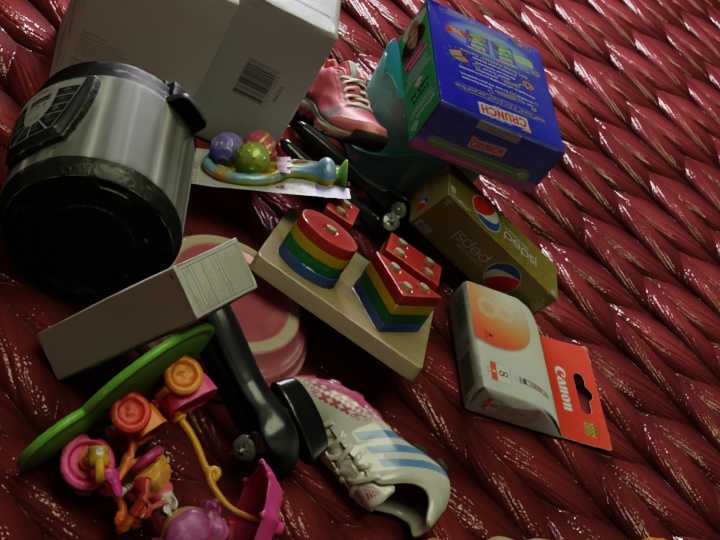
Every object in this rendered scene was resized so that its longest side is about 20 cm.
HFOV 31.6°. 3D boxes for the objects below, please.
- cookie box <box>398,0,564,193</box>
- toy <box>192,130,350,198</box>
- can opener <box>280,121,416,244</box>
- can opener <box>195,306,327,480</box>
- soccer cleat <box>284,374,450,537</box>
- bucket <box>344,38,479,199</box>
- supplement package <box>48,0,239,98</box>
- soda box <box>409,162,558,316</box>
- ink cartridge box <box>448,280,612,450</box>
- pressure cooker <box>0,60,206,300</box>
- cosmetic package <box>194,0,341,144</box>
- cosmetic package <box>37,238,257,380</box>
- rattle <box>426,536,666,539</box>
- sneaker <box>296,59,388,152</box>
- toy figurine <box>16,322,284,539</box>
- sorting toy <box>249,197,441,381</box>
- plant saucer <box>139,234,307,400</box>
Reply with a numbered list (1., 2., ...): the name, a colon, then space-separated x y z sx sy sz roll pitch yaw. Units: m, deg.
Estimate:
1. cookie box: 0.137 -0.205 1.490 0.169 0.075 0.202 20 40 -21
2. toy: -0.108 -0.123 1.389 0.197 0.048 0.115 9 21 -8
3. can opener: -0.012 -0.096 1.490 0.199 0.064 0.078 35 -8 -17
4. can opener: -0.109 0.098 1.158 0.078 0.063 0.201 -30 86 -51
5. soccer cleat: -0.001 0.174 1.198 0.199 0.070 0.087 33 36 -4
6. bucket: 0.083 -0.182 1.598 0.205 0.135 0.209 22 38 -18
7. supplement package: -0.237 -0.282 1.401 0.150 0.201 0.152 19 39 -20
8. soda box: 0.147 -0.030 1.496 0.200 0.064 0.068 42 32 -23
9. ink cartridge box: 0.201 0.109 1.447 0.197 0.050 0.164 16 41 -19
10. pressure cooker: -0.246 -0.096 1.210 0.173 0.180 0.202 13 45 -10
11. cosmetic package: -0.114 -0.274 1.489 0.122 0.200 0.202 24 38 -15
12. cosmetic package: -0.186 0.036 1.096 0.082 0.198 0.051 -26 93 -50
13. rattle: 0.172 0.276 1.173 0.199 0.143 0.131 33 54 -13
14. sneaker: -0.022 -0.206 1.525 0.073 0.088 0.200 16 14 -33
15. toy figurine: -0.150 0.175 1.052 0.199 0.150 0.185 -33 81 -29
16. sorting toy: 0.000 0.000 1.335 0.199 0.070 0.199 35 17 -4
17. plant saucer: -0.137 0.036 1.259 0.198 0.051 0.202 22 38 -18
